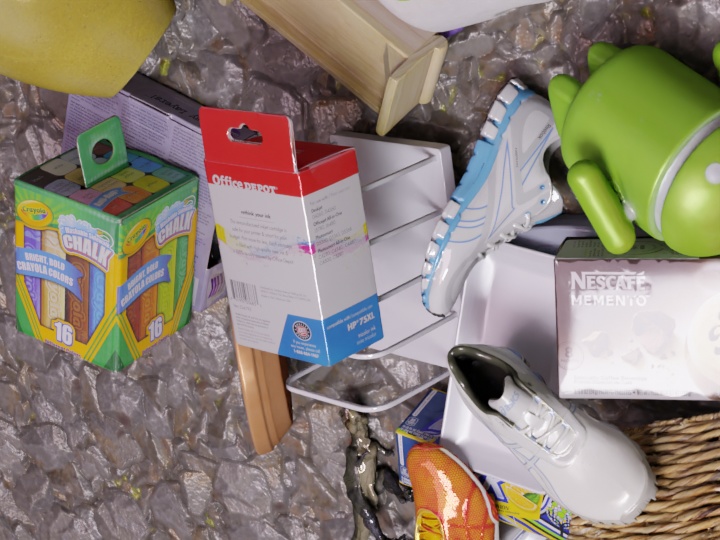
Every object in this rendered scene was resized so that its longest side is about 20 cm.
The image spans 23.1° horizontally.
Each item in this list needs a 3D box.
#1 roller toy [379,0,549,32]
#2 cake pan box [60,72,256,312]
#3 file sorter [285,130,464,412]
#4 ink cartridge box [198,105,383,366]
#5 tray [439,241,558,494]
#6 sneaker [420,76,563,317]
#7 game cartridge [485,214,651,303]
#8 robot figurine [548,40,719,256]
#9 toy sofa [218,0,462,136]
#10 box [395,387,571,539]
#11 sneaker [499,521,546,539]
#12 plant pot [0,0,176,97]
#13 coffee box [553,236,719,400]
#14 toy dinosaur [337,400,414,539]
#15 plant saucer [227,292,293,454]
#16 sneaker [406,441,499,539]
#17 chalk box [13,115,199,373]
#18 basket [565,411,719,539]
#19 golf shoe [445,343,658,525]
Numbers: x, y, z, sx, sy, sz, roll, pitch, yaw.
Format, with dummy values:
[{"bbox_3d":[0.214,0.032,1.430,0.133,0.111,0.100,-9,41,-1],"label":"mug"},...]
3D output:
[{"bbox_3d":[0.084,-0.280,1.292,0.139,0.182,0.202,-10,69,37],"label":"roller toy"},{"bbox_3d":[-0.195,-0.081,1.655,0.199,0.052,0.185,26,125,22],"label":"cake pan box"},{"bbox_3d":[0.000,0.000,1.492,0.138,0.124,0.202,11,117,46],"label":"file sorter"},{"bbox_3d":[-0.055,-0.036,1.384,0.116,0.067,0.202,11,116,44],"label":"ink cartridge box"},{"bbox_3d":[0.127,0.077,1.461,0.107,0.022,0.202,16,107,27],"label":"tray"},{"bbox_3d":[0.114,-0.048,1.409,0.086,0.075,0.201,25,93,9],"label":"sneaker"},{"bbox_3d":[0.181,0.021,1.455,0.199,0.040,0.134,2,115,34],"label":"game cartridge"},{"bbox_3d":[0.229,-0.089,1.303,0.200,0.175,0.116,42,162,35],"label":"robot figurine"},{"bbox_3d":[-0.016,-0.217,1.463,0.200,0.098,0.083,40,152,13],"label":"toy sofa"},{"bbox_3d":[0.131,0.173,1.528,0.199,0.070,0.065,17,132,28],"label":"box"},{"bbox_3d":[0.094,0.252,1.591,0.071,0.073,0.200,49,130,-4],"label":"sneaker"},{"bbox_3d":[-0.248,-0.234,1.551,0.142,0.201,0.200,37,131,-16],"label":"plant pot"},{"bbox_3d":[0.251,0.035,1.344,0.198,0.080,0.114,1,104,15],"label":"coffee box"},{"bbox_3d":[0.012,0.214,1.650,0.088,0.047,0.202,28,125,39],"label":"toy dinosaur"},{"bbox_3d":[-0.089,0.063,1.577,0.037,0.200,0.202,-9,109,-1],"label":"plant saucer"},{"bbox_3d":[0.079,0.242,1.500,0.073,0.077,0.202,-4,109,45],"label":"sneaker"},{"bbox_3d":[-0.228,-0.036,1.587,0.123,0.125,0.202,21,122,24],"label":"chalk box"},{"bbox_3d":[0.281,0.208,1.370,0.199,0.144,0.149,-15,133,36],"label":"basket"},{"bbox_3d":[0.138,0.125,1.363,0.200,0.097,0.079,37,93,35],"label":"golf shoe"}]
